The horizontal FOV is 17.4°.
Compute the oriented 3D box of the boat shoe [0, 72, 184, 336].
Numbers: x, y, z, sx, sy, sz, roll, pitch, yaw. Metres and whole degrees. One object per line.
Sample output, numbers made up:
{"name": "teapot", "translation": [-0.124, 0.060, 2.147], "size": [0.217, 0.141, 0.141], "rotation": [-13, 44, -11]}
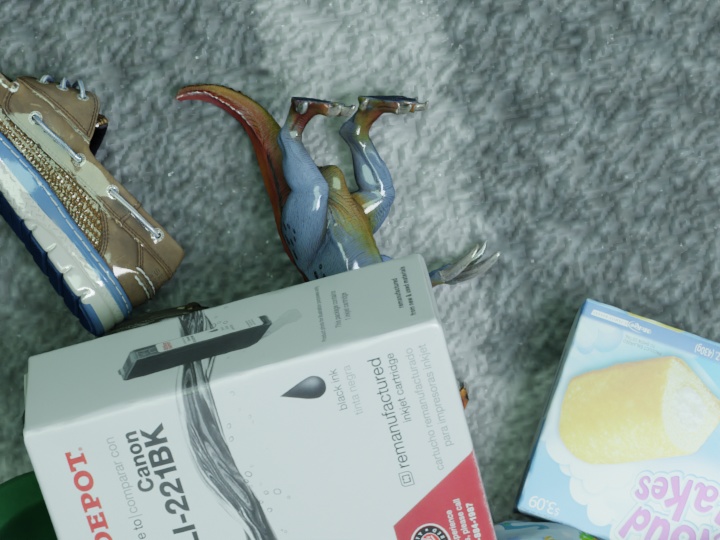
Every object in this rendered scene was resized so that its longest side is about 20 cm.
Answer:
{"name": "boat shoe", "translation": [-0.167, -0.063, 1.239], "size": [0.072, 0.072, 0.201], "rotation": [-34, 85, -16]}

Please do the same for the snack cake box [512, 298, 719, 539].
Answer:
{"name": "snack cake box", "translation": [0.189, 0.102, 1.210], "size": [0.199, 0.067, 0.116], "rotation": [19, 85, 3]}

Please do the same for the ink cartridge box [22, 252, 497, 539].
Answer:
{"name": "ink cartridge box", "translation": [-0.046, 0.094, 1.109], "size": [0.199, 0.084, 0.145], "rotation": [-15, 114, 2]}

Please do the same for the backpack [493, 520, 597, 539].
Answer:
{"name": "backpack", "translation": [0.079, 0.226, 1.167], "size": [0.162, 0.154, 0.201], "rotation": [0, 116, 0]}

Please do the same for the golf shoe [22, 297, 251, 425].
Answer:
{"name": "golf shoe", "translation": [-0.073, 0.042, 1.192], "size": [0.199, 0.095, 0.078], "rotation": [-13, 115, 17]}

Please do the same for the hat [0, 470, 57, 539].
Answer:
{"name": "hat", "translation": [-0.170, 0.218, 1.231], "size": [0.199, 0.176, 0.166], "rotation": [-9, 60, -34]}

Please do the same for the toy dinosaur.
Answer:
{"name": "toy dinosaur", "translation": [0.000, 0.000, 1.239], "size": [0.199, 0.105, 0.183], "rotation": [12, 103, 43]}
